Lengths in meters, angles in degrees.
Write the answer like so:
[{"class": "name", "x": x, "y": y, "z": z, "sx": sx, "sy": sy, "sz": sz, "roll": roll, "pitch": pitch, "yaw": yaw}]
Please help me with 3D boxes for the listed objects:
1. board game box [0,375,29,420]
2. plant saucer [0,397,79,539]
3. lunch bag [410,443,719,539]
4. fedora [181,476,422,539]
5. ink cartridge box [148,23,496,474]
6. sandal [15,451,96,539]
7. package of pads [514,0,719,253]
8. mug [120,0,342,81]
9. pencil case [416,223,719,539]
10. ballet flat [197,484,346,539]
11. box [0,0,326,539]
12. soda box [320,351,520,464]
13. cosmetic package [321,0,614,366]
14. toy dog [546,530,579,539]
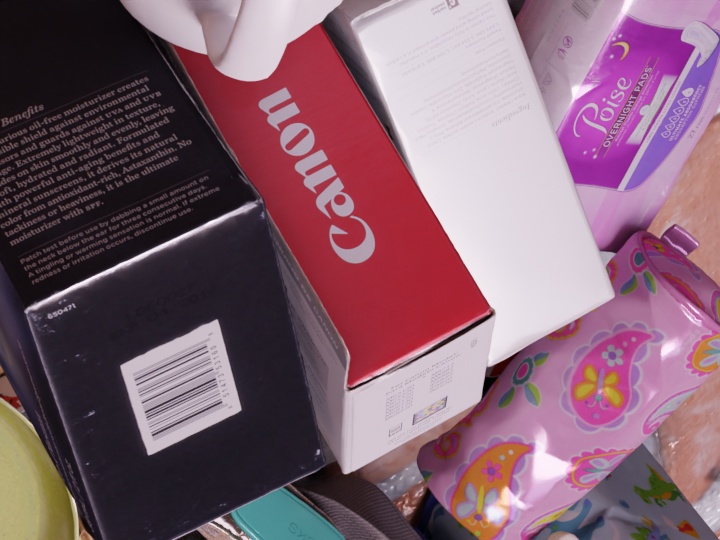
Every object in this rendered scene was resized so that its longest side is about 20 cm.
[{"class": "board game box", "x": -0.189, "y": 0.142, "z": 1.604, "sx": 0.126, "sy": 0.035, "sz": 0.201, "roll": -25, "pitch": 138, "yaw": -15}, {"class": "plant saucer", "x": -0.243, "y": 0.128, "z": 1.500, "sx": 0.198, "sy": 0.031, "sz": 0.201, "roll": -2, "pitch": 115, "yaw": -4}, {"class": "lunch bag", "x": 0.110, "y": 0.200, "z": 1.787, "sx": 0.127, "sy": 0.170, "sz": 0.200, "roll": 8, "pitch": 126, "yaw": -43}, {"class": "fedora", "x": -0.011, "y": 0.194, "z": 1.728, "sx": 0.090, "sy": 0.176, "sz": 0.201, "roll": -42, "pitch": 121, "yaw": -52}, {"class": "ink cartridge box", "x": -0.020, "y": -0.029, "z": 1.391, "sx": 0.083, "sy": 0.201, "sz": 0.176, "roll": -28, "pitch": 163, "yaw": -11}, {"class": "sandal", "x": -0.147, "y": 0.165, "z": 1.575, "sx": 0.081, "sy": 0.055, "sz": 0.201, "roll": -3, "pitch": 135, "yaw": -11}, {"class": "package of pads", "x": 0.131, "y": -0.100, "z": 1.573, "sx": 0.120, "sy": 0.076, "sz": 0.201, "roll": 0, "pitch": 129, "yaw": -39}, {"class": "mug", "x": -0.044, "y": -0.170, "z": 1.274, "sx": 0.147, "sy": 0.201, "sz": 0.176, "roll": 11, "pitch": 132, "yaw": -15}, {"class": "pencil case", "x": 0.123, "y": 0.066, "z": 1.627, "sx": 0.087, "sy": 0.088, "sz": 0.200, "roll": 20, "pitch": 119, "yaw": -47}, {"class": "ballet flat", "x": -0.089, "y": 0.114, "z": 1.613, "sx": 0.200, "sy": 0.067, "sz": 0.068, "roll": 50, "pitch": 59, "yaw": -19}, {"class": "box", "x": -0.122, "y": -0.007, "z": 1.375, "sx": 0.123, "sy": 0.199, "sz": 0.201, "roll": -24, "pitch": 140, "yaw": -11}, {"class": "soda box", "x": 0.035, "y": 0.040, "z": 1.653, "sx": 0.199, "sy": 0.063, "sz": 0.071, "roll": -21, "pitch": 141, "yaw": -18}, {"class": "cosmetic package", "x": 0.044, "y": -0.067, "z": 1.460, "sx": 0.081, "sy": 0.113, "sz": 0.201, "roll": -26, "pitch": 115, "yaw": -11}, {"class": "toy dog", "x": 0.078, "y": 0.251, "z": 1.654, "sx": 0.132, "sy": 0.096, "sz": 0.201, "roll": -33, "pitch": 112, "yaw": -48}]
